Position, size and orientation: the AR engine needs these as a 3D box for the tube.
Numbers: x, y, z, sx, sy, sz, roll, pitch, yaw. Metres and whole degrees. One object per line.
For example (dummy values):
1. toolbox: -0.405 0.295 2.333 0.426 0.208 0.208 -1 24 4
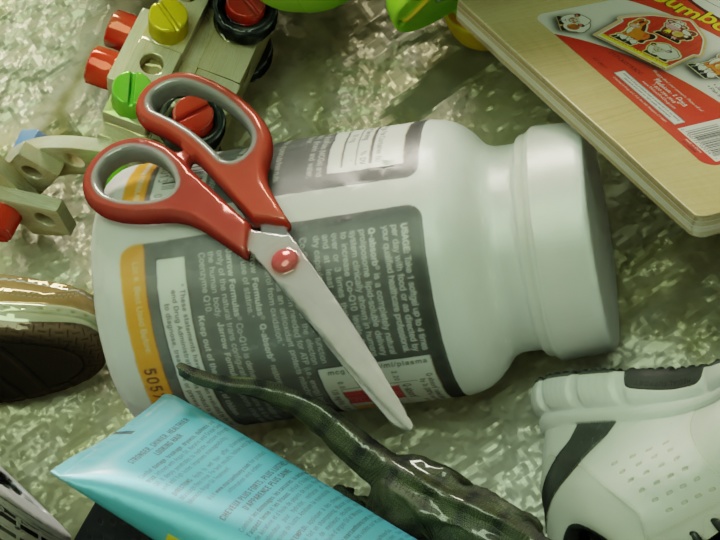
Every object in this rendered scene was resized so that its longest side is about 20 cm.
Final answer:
1. tube: -0.012 0.108 0.765 0.200 0.077 0.050 30 116 16

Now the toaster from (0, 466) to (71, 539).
1. toaster: -0.198 0.115 0.813 0.114 0.200 0.129 40 83 16

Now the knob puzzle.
1. knob puzzle: 0.166 -0.077 0.857 0.220 0.030 0.220 3 35 -2

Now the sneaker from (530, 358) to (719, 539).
1. sneaker: 0.141 0.074 0.780 0.200 0.074 0.080 -14 68 56

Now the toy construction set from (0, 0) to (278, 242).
1. toy construction set: -0.110 -0.101 0.942 0.131 0.092 0.200 21 79 4

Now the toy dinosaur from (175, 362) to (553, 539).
1. toy dinosaur: 0.021 0.094 0.818 0.200 0.088 0.047 29 72 15

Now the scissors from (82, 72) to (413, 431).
1. scissors: -0.030 -0.014 0.794 0.073 0.014 0.200 -44 54 -17

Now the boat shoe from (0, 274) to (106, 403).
1. boat shoe: -0.204 0.013 0.935 0.200 0.072 0.076 -1 55 15

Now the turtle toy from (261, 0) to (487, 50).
1. turtle toy: 0.042 -0.166 0.896 0.200 0.146 0.101 -31 71 0

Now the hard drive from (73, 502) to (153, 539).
1. hard drive: -0.049 0.181 0.800 0.200 0.042 0.135 46 120 28

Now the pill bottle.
1. pill bottle: 0.000 0.000 0.857 0.200 0.116 0.116 -7 66 12
